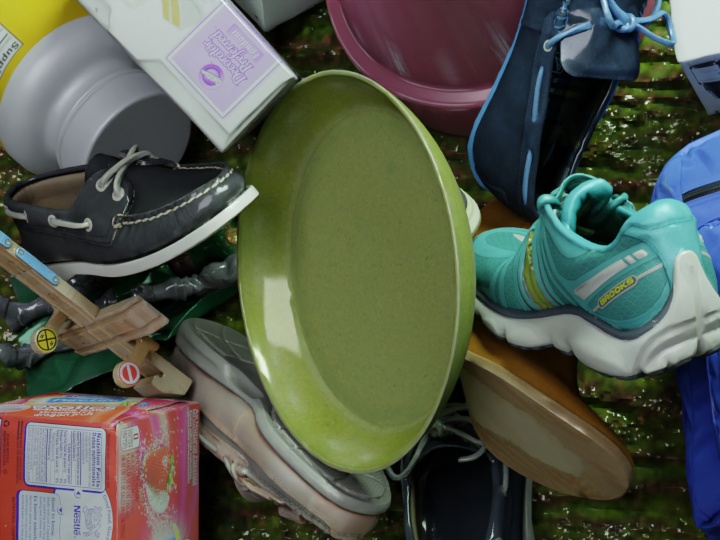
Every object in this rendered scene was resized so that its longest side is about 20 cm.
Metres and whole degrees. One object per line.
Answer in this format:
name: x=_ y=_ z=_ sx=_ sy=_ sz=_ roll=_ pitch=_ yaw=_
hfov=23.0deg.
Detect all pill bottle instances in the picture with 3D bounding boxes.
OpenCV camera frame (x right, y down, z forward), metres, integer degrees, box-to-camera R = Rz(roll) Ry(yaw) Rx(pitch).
pill bottle: x=-0.197 y=-0.127 z=1.104 sx=0.200 sy=0.111 sz=0.111 roll=41 pitch=92 yaw=29

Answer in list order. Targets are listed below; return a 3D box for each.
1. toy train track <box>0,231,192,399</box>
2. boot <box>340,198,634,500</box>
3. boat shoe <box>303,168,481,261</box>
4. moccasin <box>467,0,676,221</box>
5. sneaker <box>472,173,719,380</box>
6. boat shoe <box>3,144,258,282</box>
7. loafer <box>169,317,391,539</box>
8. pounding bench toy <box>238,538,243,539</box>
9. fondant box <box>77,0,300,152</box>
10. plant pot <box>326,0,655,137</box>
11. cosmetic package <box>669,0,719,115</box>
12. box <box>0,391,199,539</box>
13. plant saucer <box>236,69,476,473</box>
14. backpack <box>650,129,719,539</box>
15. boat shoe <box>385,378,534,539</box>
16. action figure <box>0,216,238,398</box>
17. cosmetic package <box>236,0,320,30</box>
toy train track: x=-0.179 y=0.016 z=0.969 sx=0.114 sy=0.200 sz=0.033 roll=-18 pitch=37 yaw=54
boot: x=0.100 y=0.027 z=0.920 sx=0.144 sy=0.071 sz=0.201 roll=-37 pitch=45 yaw=-27
boat shoe: x=0.000 y=-0.045 z=0.965 sx=0.072 sy=0.066 sz=0.201 roll=-45 pitch=24 yaw=-3
moccasin: x=0.123 y=-0.116 z=0.922 sx=0.068 sy=0.080 sz=0.201 roll=53 pitch=136 yaw=44
sneaker: x=0.107 y=-0.006 z=0.822 sx=0.077 sy=0.200 sz=0.080 roll=-15 pitch=101 yaw=-20
boat shoe: x=-0.132 y=-0.037 z=0.971 sx=0.074 sy=0.061 sz=0.199 roll=-37 pitch=17 yaw=-33
loafer: x=-0.052 y=0.099 z=0.989 sx=0.200 sy=0.072 sz=0.063 roll=42 pitch=110 yaw=47
pounding bench toy: x=-0.062 y=0.262 z=0.873 sx=0.200 sy=0.156 sz=0.124 roll=-53 pitch=18 yaw=-3
fondant box: x=-0.101 y=-0.139 z=0.978 sx=0.058 sy=0.200 sz=0.144 roll=-43 pitch=95 yaw=4
plant pot: x=0.055 y=-0.198 z=0.982 sx=0.199 sy=0.179 sz=0.201 roll=-7 pitch=71 yaw=20
cosmetic package: x=0.269 y=-0.135 z=0.926 sx=0.199 sy=0.082 sz=0.051 roll=-11 pitch=72 yaw=20
box: x=-0.151 y=0.172 z=0.972 sx=0.099 sy=0.095 sz=0.202 roll=2 pitch=94 yaw=23
plant saucer: x=0.000 y=0.000 z=0.890 sx=0.200 sy=0.031 sz=0.202 roll=12 pitch=105 yaw=55
backpack: x=0.225 y=0.018 z=0.851 sx=0.161 sy=0.168 sz=0.201 roll=-10 pitch=69 yaw=13
boat shoe: x=0.050 y=0.106 z=0.949 sx=0.074 sy=0.062 sz=0.201 roll=-13 pitch=62 yaw=25
action figure: x=-0.127 y=0.001 z=1.069 sx=0.199 sy=0.055 sz=0.119 roll=-25 pitch=53 yaw=9
cosmetic package: x=-0.066 y=-0.244 z=1.034 sx=0.050 sy=0.201 sz=0.083 roll=-29 pitch=57 yaw=-20
